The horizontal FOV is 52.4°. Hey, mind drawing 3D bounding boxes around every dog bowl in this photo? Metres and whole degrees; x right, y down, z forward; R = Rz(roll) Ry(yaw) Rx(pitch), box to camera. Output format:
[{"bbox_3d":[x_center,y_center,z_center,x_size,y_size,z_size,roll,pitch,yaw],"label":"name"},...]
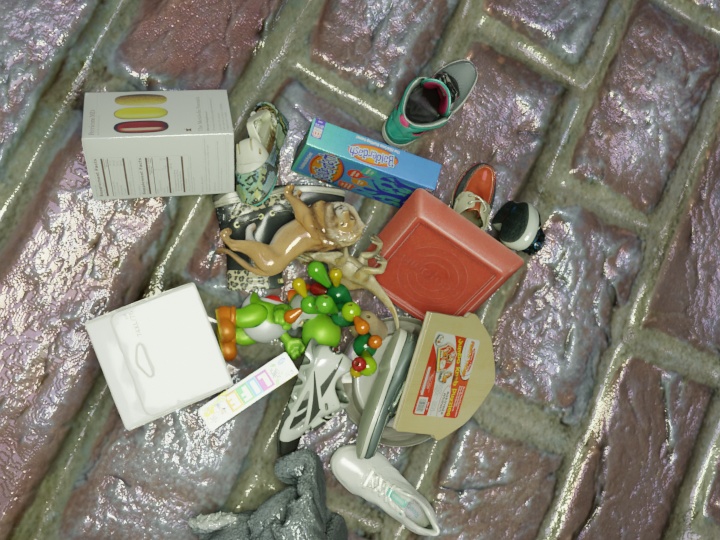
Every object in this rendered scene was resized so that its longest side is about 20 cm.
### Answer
[{"bbox_3d":[0.056,0.173,1.153,0.199,0.059,0.201,1,87,-12],"label":"dog bowl"}]

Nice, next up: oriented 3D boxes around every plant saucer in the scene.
[{"bbox_3d":[0.111,0.003,1.119,0.199,0.200,0.037,34,37,-9],"label":"plant saucer"}]

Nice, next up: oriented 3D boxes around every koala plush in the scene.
[{"bbox_3d":[-0.138,0.386,1.048,0.199,0.184,0.178,-16,106,8],"label":"koala plush"}]

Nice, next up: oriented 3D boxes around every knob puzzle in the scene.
[{"bbox_3d":[0.135,0.158,1.110,0.219,0.030,0.221,-13,110,-39],"label":"knob puzzle"}]

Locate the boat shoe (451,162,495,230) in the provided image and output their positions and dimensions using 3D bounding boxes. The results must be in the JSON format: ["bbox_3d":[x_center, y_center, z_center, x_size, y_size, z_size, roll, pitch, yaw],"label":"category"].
[{"bbox_3d":[0.177,-0.087,1.195,0.071,0.063,0.201,25,80,-8],"label":"boat shoe"}]

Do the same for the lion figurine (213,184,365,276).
[{"bbox_3d":[-0.100,-0.043,1.038,0.200,0.072,0.123,-37,76,1],"label":"lion figurine"}]

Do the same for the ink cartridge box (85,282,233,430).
[{"bbox_3d":[-0.272,0.112,1.008,0.145,0.200,0.147,-21,92,-13],"label":"ink cartridge box"}]

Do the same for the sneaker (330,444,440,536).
[{"bbox_3d":[0.045,0.339,1.125,0.200,0.088,0.075,37,81,-8],"label":"sneaker"}]

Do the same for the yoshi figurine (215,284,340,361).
[{"bbox_3d":[-0.112,0.091,1.101,0.199,0.112,0.113,-12,105,-16],"label":"yoshi figurine"}]

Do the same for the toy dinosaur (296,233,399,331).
[{"bbox_3d":[0.000,0.000,1.103,0.200,0.058,0.101,32,125,-9],"label":"toy dinosaur"}]

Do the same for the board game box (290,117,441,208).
[{"bbox_3d":[0.003,-0.156,1.112,0.199,0.152,0.045,18,80,-11],"label":"board game box"}]

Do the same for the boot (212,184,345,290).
[{"bbox_3d":[-0.119,-0.052,1.123,0.202,0.073,0.155,-5,92,-12],"label":"boot"}]

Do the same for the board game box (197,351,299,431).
[{"bbox_3d":[-0.156,0.172,1.030,0.134,0.200,0.034,-33,85,-12],"label":"board game box"}]

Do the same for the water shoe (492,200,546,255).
[{"bbox_3d":[0.262,-0.062,1.144,0.079,0.200,0.072,37,104,-7],"label":"water shoe"}]

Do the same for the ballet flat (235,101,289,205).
[{"bbox_3d":[-0.153,-0.179,1.075,0.074,0.074,0.201,16,43,-12],"label":"ballet flat"}]

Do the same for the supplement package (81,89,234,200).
[{"bbox_3d":[-0.285,-0.181,1.048,0.199,0.110,0.114,-5,47,-14],"label":"supplement package"}]

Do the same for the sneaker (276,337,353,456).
[{"bbox_3d":[-0.065,0.203,1.079,0.088,0.074,0.201,21,114,1],"label":"sneaker"}]

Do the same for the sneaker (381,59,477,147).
[{"bbox_3d":[0.125,-0.281,1.164,0.200,0.121,0.084,-43,96,-12],"label":"sneaker"}]

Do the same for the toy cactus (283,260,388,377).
[{"bbox_3d":[-0.017,0.079,1.044,0.102,0.165,0.200,-49,54,9],"label":"toy cactus"}]

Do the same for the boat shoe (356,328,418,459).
[{"bbox_3d":[0.049,0.188,1.085,0.062,0.073,0.201,23,76,-10],"label":"boat shoe"}]
